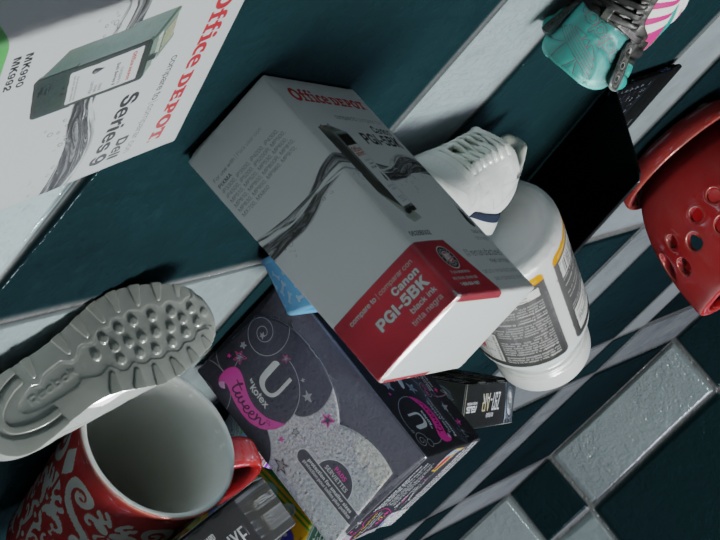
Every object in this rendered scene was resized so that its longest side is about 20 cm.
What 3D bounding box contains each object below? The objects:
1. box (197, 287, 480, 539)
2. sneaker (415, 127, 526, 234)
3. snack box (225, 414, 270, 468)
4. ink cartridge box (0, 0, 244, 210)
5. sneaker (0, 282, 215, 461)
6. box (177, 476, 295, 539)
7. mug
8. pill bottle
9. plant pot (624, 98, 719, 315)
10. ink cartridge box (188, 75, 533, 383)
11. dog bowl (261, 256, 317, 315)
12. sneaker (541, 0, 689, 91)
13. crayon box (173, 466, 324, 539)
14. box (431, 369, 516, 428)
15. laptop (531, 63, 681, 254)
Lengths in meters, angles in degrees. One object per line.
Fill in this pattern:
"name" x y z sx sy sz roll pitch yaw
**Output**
"box" -0.021 0.116 1.573 0.132 0.200 0.114 -46 162 23
"sneaker" 0.081 -0.081 1.497 0.081 0.076 0.200 -54 167 14
"snack box" -0.064 0.199 1.811 0.167 0.068 0.200 8 147 -19
"ink cartridge box" -0.158 -0.103 0.839 0.199 0.084 0.146 -27 161 -40
"sneaker" -0.196 0.072 1.310 0.199 0.077 0.080 -27 173 -25
"box" -0.149 0.249 1.466 0.157 0.050 0.200 -37 176 -25
"mug" -0.187 0.195 1.497 0.200 0.176 0.134 -47 -153 42
"pill bottle" 0.146 0.018 1.661 0.116 0.116 0.201 -36 141 -9
"plant pot" 0.408 -0.076 2.069 0.200 0.183 0.201 -36 165 -12
"ink cartridge box" 0.002 -0.030 1.210 0.083 0.200 0.147 -47 164 18
"dog bowl" 0.000 0.000 1.492 0.111 0.050 0.200 -16 176 25
"sneaker" 0.195 -0.203 1.406 0.121 0.084 0.200 -47 167 -6
"crayon box" -0.132 0.233 1.640 0.126 0.198 0.052 -66 153 -25
"box" 0.031 0.110 1.727 0.160 0.198 0.044 5 94 -69
"laptop" 0.243 -0.092 1.786 0.199 0.104 0.177 -22 158 -48
